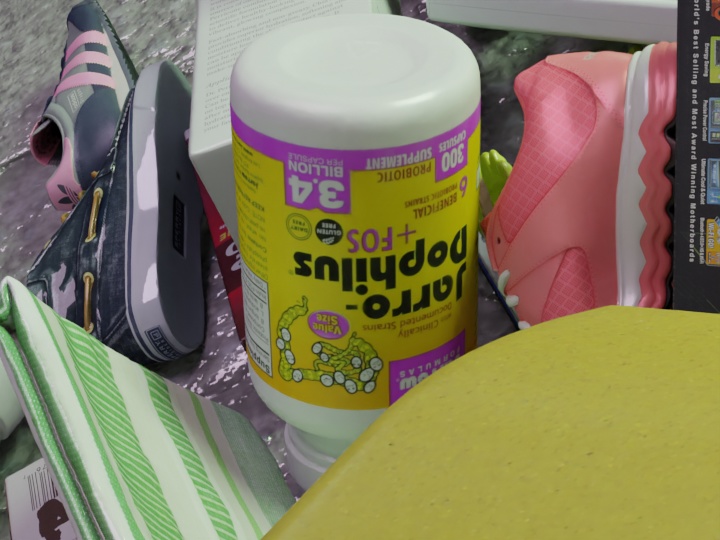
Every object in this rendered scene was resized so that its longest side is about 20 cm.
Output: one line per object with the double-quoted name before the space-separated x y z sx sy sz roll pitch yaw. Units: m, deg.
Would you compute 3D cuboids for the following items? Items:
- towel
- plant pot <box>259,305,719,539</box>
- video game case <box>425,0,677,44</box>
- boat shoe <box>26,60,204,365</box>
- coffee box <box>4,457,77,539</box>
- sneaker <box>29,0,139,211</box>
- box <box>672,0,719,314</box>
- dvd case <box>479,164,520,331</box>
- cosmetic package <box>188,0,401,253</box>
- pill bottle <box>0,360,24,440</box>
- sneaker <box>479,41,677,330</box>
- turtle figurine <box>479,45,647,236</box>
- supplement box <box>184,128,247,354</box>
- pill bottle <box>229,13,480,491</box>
"towel" -0.061 0.090 0.656 0.023 0.200 0.153 -37 60 9
"plant pot" 0.102 0.121 0.558 0.193 0.197 0.200 4 41 37
"video game case" 0.163 -0.144 0.861 0.181 0.024 0.199 -18 21 -36
"boat shoe" -0.139 -0.030 0.965 0.090 0.071 0.202 -17 50 19
"coffee box" -0.074 0.165 0.681 0.079 0.113 0.201 -28 38 3
"sneaker" -0.181 -0.110 1.100 0.081 0.071 0.201 -26 36 0
"box" 0.197 -0.022 0.628 0.159 0.202 0.049 5 12 22
"dvd case" 0.137 -0.011 0.807 0.149 0.025 0.201 -29 38 3
"cosmetic package" -0.030 -0.107 0.892 0.100 0.072 0.201 -17 39 11
"pill bottle" -0.267 0.109 0.876 0.113 0.114 0.200 16 57 44
"sneaker" 0.090 0.006 0.703 0.086 0.074 0.203 7 90 24
"turtle figurine" 0.128 -0.059 0.795 0.160 0.065 0.200 -19 23 -8
"supplement box" -0.023 -0.026 0.904 0.108 0.061 0.201 -27 38 4
"pill bottle" 0.000 0.000 0.734 0.103 0.202 0.105 -2 30 1
